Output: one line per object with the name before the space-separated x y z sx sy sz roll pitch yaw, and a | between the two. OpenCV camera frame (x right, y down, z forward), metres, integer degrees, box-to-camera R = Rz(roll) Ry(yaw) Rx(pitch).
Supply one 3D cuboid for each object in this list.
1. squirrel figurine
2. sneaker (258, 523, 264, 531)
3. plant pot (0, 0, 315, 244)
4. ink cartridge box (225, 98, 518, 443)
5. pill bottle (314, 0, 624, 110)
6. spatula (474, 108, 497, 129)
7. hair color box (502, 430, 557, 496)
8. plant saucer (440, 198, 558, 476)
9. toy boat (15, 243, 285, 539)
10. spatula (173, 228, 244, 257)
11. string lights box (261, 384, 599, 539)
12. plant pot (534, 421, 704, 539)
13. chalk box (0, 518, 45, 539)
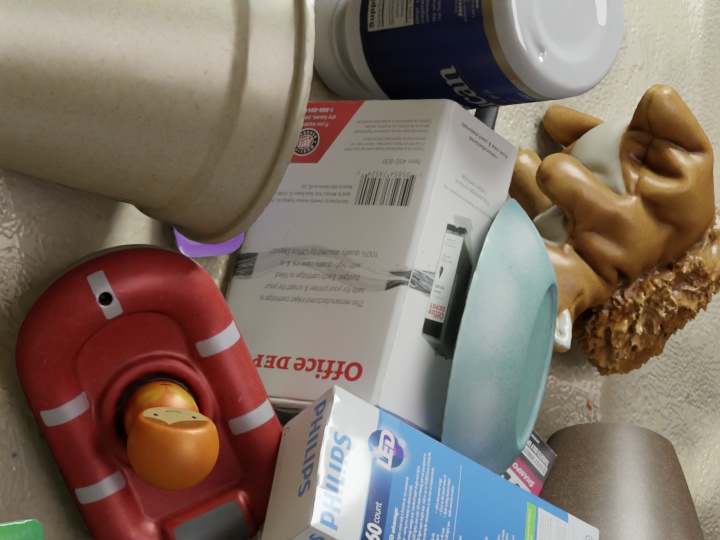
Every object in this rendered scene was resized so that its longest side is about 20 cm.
squirrel figurine | 0.172 -0.003 1.500 0.200 0.141 0.187 49 64 -27
sneaker | -0.007 0.183 1.314 0.199 0.075 0.090 22 64 -1
plant pot | -0.153 -0.123 1.177 0.183 0.200 0.201 6 84 -32
ink cartridge box | 0.000 0.000 1.326 0.083 0.146 0.201 30 69 -47
pill bottle | 0.061 -0.158 1.353 0.111 0.200 0.111 2 88 -42
spatula | 0.091 -0.139 1.483 0.021 0.056 0.201 16 81 -37
hair color box | 0.048 0.178 1.425 0.100 0.060 0.200 46 60 -31
plant saucer | 0.094 0.056 1.332 0.201 0.039 0.202 11 90 -77
toy boat | -0.115 0.086 1.211 0.130 0.131 0.200 -26 108 -8
spatula | -0.103 -0.109 1.321 0.056 0.021 0.201 -4 91 -41
string lights box | 0.044 0.161 1.235 0.200 0.059 0.103 30 45 -20
plant pot | 0.171 0.215 1.476 0.187 0.187 0.201 30 55 -38
chalk box | -0.188 0.241 1.161 0.125 0.124 0.201 -5 92 -43
